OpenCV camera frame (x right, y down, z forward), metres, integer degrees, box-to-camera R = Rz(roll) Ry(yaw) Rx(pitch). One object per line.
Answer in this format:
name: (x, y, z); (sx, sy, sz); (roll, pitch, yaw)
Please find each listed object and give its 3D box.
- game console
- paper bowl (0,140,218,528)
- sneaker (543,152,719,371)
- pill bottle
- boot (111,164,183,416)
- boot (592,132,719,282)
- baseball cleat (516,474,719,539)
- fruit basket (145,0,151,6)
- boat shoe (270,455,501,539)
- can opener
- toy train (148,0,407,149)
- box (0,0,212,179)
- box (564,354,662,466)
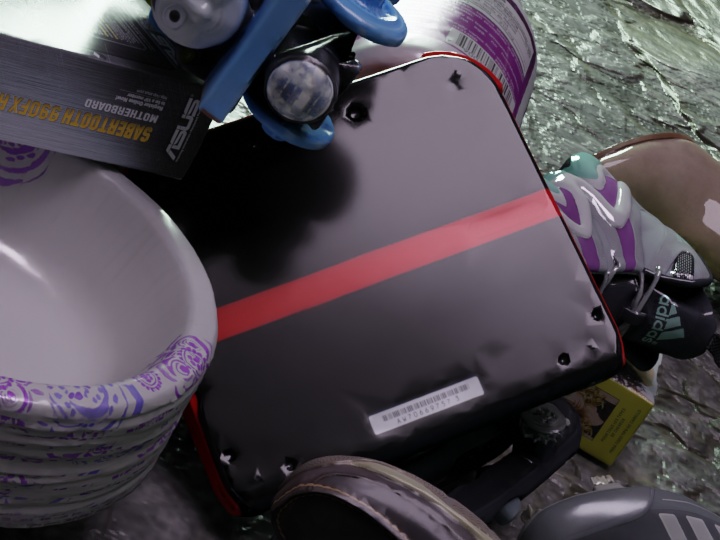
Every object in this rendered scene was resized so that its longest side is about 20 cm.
game console: (0.000, 0.000, 0.907); (0.199, 0.031, 0.178); (-20, 74, -14)
paper bowl: (-0.166, 0.023, 0.802); (0.199, 0.105, 0.201); (23, 31, -14)
sneaker: (0.130, 0.013, 1.022); (0.140, 0.078, 0.200); (37, 31, 12)
pill bottle: (0.036, -0.100, 1.073); (0.112, 0.113, 0.200); (29, 28, -3)
boot: (-0.060, -0.009, 0.982); (0.143, 0.071, 0.202); (-1, 53, -36)
boot: (0.236, -0.014, 1.279); (0.199, 0.070, 0.147); (-3, 46, -45)
baseball cleat: (0.169, 0.160, 0.944); (0.199, 0.070, 0.107); (13, 33, -28)
fruit basket: (-0.119, -0.179, 1.055); (0.215, 0.216, 0.156); (34, 29, 6)
boat shoe: (0.037, 0.158, 0.797); (0.200, 0.075, 0.073); (44, 37, 1)
can opener: (0.034, 0.103, 0.912); (0.063, 0.079, 0.200); (42, 40, 14)
toy train: (-0.043, -0.131, 0.886); (0.114, 0.087, 0.200); (31, 26, -14)
box: (-0.172, -0.123, 0.888); (0.158, 0.049, 0.200); (10, 28, -41)
box: (0.065, 0.022, 1.078); (0.199, 0.050, 0.075); (29, 28, -3)
